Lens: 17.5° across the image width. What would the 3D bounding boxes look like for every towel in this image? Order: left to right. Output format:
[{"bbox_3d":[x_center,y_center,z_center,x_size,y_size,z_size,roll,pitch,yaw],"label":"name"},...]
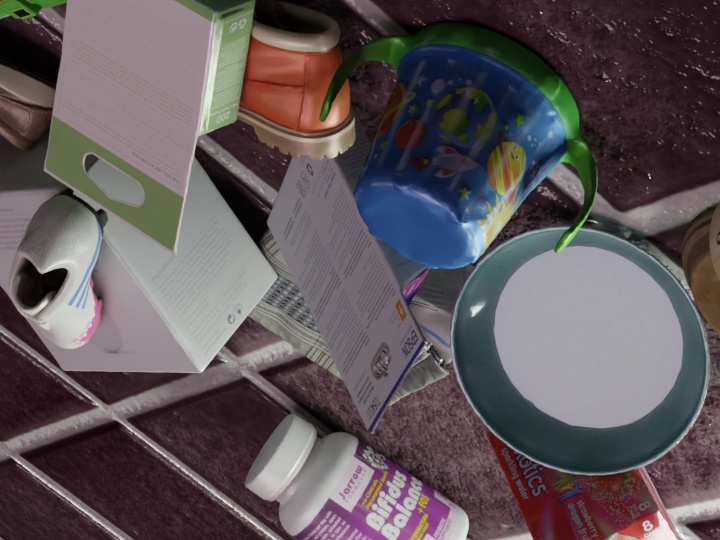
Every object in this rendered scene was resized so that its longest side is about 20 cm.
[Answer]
[{"bbox_3d":[-0.023,0.045,2.015,0.200,0.035,0.193,34,153,-8],"label":"towel"}]

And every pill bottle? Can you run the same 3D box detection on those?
[{"bbox_3d":[-0.006,0.224,2.222,0.200,0.113,0.112,34,153,-8],"label":"pill bottle"}]

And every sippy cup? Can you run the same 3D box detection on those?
[{"bbox_3d":[0.064,-0.077,1.606,0.177,0.131,0.140,11,148,33],"label":"sippy cup"}]

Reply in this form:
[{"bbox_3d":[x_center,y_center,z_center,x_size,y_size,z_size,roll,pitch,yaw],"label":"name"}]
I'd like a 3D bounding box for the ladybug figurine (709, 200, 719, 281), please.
[{"bbox_3d":[0.315,-0.004,1.511,0.199,0.072,0.136,4,127,29],"label":"ladybug figurine"}]

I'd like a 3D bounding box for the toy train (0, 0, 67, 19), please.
[{"bbox_3d":[-0.277,-0.218,1.813,0.056,0.042,0.200,34,156,-32],"label":"toy train"}]

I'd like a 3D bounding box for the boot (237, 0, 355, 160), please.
[{"bbox_3d":[-0.089,-0.163,1.699,0.199,0.075,0.108,21,134,29],"label":"boot"}]

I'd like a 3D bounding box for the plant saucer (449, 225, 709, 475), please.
[{"bbox_3d":[0.166,0.055,1.753,0.199,0.036,0.201,8,114,18],"label":"plant saucer"}]

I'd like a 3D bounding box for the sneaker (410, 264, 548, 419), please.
[{"bbox_3d":[0.086,0.041,1.841,0.200,0.072,0.072,43,170,7],"label":"sneaker"}]

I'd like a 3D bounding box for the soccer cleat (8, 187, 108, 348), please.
[{"bbox_3d":[-0.249,0.014,1.852,0.070,0.086,0.200,32,148,11],"label":"soccer cleat"}]

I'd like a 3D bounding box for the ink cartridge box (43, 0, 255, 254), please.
[{"bbox_3d":[-0.155,-0.133,1.692,0.145,0.048,0.201,32,128,28],"label":"ink cartridge box"}]

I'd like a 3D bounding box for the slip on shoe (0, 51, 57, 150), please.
[{"bbox_3d":[-0.340,-0.168,1.913,0.199,0.061,0.076,28,-169,-5],"label":"slip on shoe"}]

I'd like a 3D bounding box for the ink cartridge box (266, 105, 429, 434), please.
[{"bbox_3d":[0.000,0.000,1.791,0.201,0.043,0.196,62,158,16],"label":"ink cartridge box"}]

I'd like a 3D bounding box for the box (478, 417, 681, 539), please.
[{"bbox_3d":[0.172,0.166,1.836,0.096,0.099,0.200,57,-172,-42],"label":"box"}]

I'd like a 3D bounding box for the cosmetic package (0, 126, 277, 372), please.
[{"bbox_3d":[-0.213,-0.028,1.959,0.199,0.123,0.200,-1,132,47],"label":"cosmetic package"}]

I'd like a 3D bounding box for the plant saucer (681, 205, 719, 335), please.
[{"bbox_3d":[0.314,0.025,1.645,0.199,0.030,0.200,24,153,14],"label":"plant saucer"}]
